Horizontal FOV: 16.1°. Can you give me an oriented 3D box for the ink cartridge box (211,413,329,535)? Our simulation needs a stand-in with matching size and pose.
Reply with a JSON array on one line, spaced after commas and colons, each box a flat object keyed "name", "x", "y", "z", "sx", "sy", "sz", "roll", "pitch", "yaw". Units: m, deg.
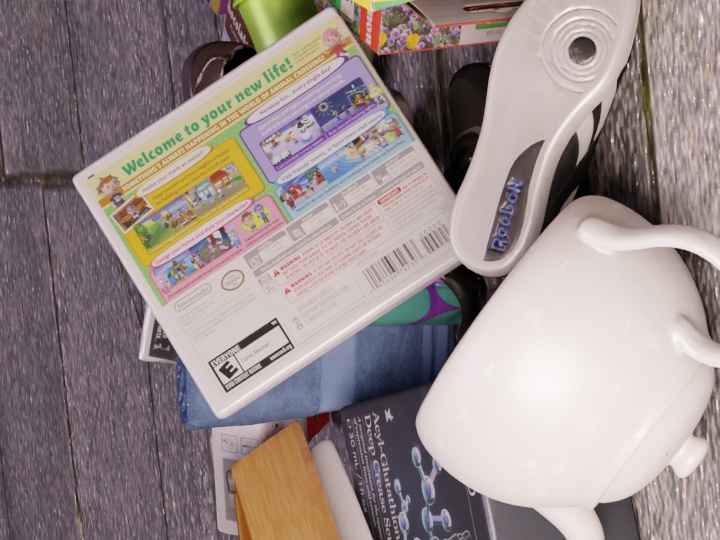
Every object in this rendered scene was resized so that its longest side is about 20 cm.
[{"name": "ink cartridge box", "x": -0.049, "y": 0.082, "z": 1.884, "sx": 0.057, "sy": 0.200, "sz": 0.163, "roll": 8, "pitch": 113, "yaw": 26}]

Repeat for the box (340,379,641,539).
[{"name": "box", "x": 0.082, "y": 0.142, "z": 1.648, "sx": 0.200, "sy": 0.107, "sz": 0.149, "roll": -23, "pitch": 76, "yaw": 65}]

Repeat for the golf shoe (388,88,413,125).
[{"name": "golf shoe", "x": 0.013, "y": -0.044, "z": 1.798, "sx": 0.092, "sy": 0.072, "sz": 0.200, "roll": 49, "pitch": 149, "yaw": 25}]

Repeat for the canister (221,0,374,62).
[{"name": "canister", "x": -0.041, "y": -0.186, "z": 1.842, "sx": 0.201, "sy": 0.086, "sz": 0.149, "roll": 103, "pitch": 148, "yaw": -42}]

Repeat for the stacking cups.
[{"name": "stacking cups", "x": -0.038, "y": -0.133, "z": 1.708, "sx": 0.060, "sy": 0.060, "sz": 0.201, "roll": -28, "pitch": 83, "yaw": 65}]

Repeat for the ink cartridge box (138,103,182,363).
[{"name": "ink cartridge box", "x": -0.116, "y": -0.029, "z": 1.998, "sx": 0.200, "sy": 0.043, "sz": 0.199, "roll": -9, "pitch": -72, "yaw": -81}]

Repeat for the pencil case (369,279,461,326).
[{"name": "pencil case", "x": 0.000, "y": 0.000, "z": 1.671, "sx": 0.092, "sy": 0.199, "sz": 0.086, "roll": -154, "pitch": 63, "yaw": -68}]

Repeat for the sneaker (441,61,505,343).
[{"name": "sneaker", "x": 0.078, "y": -0.039, "z": 1.620, "sx": 0.076, "sy": 0.087, "sz": 0.201, "roll": 131, "pitch": 127, "yaw": -60}]

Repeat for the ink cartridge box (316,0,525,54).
[{"name": "ink cartridge box", "x": 0.046, "y": -0.175, "z": 1.621, "sx": 0.200, "sy": 0.108, "sz": 0.051, "roll": -134, "pitch": 43, "yaw": -53}]

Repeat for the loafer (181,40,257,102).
[{"name": "loafer", "x": -0.078, "y": -0.069, "z": 1.789, "sx": 0.071, "sy": 0.073, "sz": 0.201, "roll": -28, "pitch": 78, "yaw": 66}]

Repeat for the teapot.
[{"name": "teapot", "x": 0.137, "y": 0.063, "z": 1.458, "sx": 0.146, "sy": 0.198, "sz": 0.200, "roll": 36, "pitch": -179, "yaw": 9}]

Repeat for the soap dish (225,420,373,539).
[{"name": "soap dish", "x": -0.033, "y": 0.221, "z": 1.716, "sx": 0.200, "sy": 0.081, "sz": 0.158, "roll": -113, "pitch": 15, "yaw": -59}]

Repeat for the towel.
[{"name": "towel", "x": -0.031, "y": 0.048, "z": 1.753, "sx": 0.049, "sy": 0.199, "sz": 0.112, "roll": -130, "pitch": 38, "yaw": -57}]

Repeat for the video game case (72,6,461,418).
[{"name": "video game case", "x": -0.052, "y": -0.037, "z": 1.595, "sx": 0.183, "sy": 0.200, "sz": 0.022, "roll": 57, "pitch": -178, "yaw": 11}]

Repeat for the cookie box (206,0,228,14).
[{"name": "cookie box", "x": -0.103, "y": -0.320, "z": 1.944, "sx": 0.200, "sy": 0.075, "sz": 0.172, "roll": 57, "pitch": 145, "yaw": 41}]

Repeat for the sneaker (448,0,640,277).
[{"name": "sneaker", "x": 0.117, "y": -0.091, "z": 1.541, "sx": 0.073, "sy": 0.112, "sz": 0.201, "roll": 26, "pitch": 96, "yaw": 17}]

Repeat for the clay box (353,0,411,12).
[{"name": "clay box", "x": 0.044, "y": -0.203, "z": 1.502, "sx": 0.115, "sy": 0.199, "sz": 0.048, "roll": 38, "pitch": 141, "yaw": 57}]
